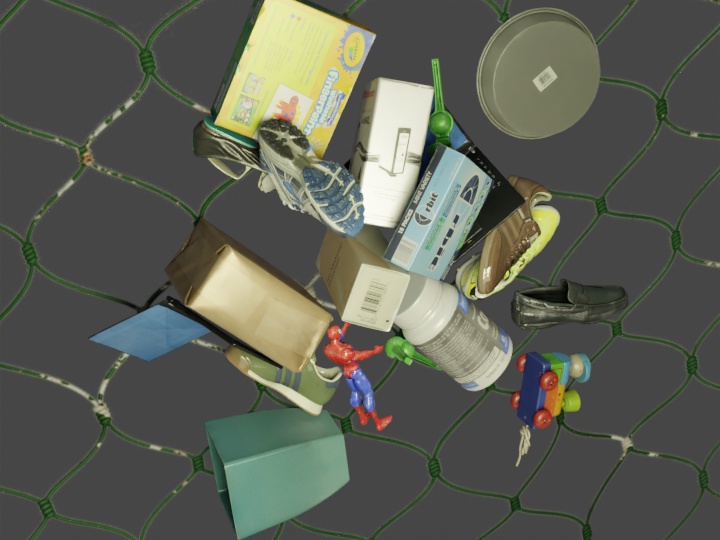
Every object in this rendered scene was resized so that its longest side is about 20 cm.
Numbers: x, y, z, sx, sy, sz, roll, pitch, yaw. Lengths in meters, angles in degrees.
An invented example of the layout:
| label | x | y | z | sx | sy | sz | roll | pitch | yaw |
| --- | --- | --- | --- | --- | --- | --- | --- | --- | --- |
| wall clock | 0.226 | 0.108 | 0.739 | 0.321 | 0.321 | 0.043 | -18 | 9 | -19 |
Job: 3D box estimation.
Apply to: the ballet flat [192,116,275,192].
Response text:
| label | x | y | z | sx | sy | sz | roll | pitch | yaw |
| --- | --- | --- | --- | --- | --- | --- | --- | --- | --- |
| ballet flat | -0.150 | -0.159 | 1.617 | 0.199 | 0.068 | 0.069 | 22 | 116 | -11 |

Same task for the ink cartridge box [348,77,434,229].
| label | x | y | z | sx | sy | sz | roll | pitch | yaw |
| --- | --- | --- | --- | --- | --- | --- | --- | --- | --- |
| ink cartridge box | 0.036 | -0.166 | 1.587 | 0.084 | 0.146 | 0.202 | 9 | 95 | -9 |

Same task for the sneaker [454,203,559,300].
| label | x | y | z | sx | sy | sz | roll | pitch | yaw |
| --- | --- | --- | --- | --- | --- | --- | --- | --- | --- |
| sneaker | 0.242 | -0.021 | 1.765 | 0.200 | 0.076 | 0.075 | -44 | 114 | 5 |

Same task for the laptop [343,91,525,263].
| label | x | y | z | sx | sy | sz | roll | pitch | yaw |
| --- | --- | --- | --- | --- | --- | --- | --- | --- | --- |
| laptop | 0.111 | -0.129 | 1.670 | 0.177 | 0.200 | 0.103 | -40 | 153 | 5 |

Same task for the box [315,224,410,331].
| label | x | y | z | sx | sy | sz | roll | pitch | yaw |
| --- | --- | --- | --- | --- | --- | --- | --- | --- | --- |
| box | 0.000 | 0.000 | 1.642 | 0.077 | 0.200 | 0.096 | 14 | 108 | -19 |

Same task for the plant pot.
| label | x | y | z | sx | sy | sz | roll | pitch | yaw |
| --- | --- | --- | --- | --- | --- | --- | --- | --- | --- |
| plant pot | -0.127 | 0.305 | 1.776 | 0.199 | 0.141 | 0.142 | -13 | 115 | -16 |

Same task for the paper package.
| label | x | y | z | sx | sy | sz | roll | pitch | yaw |
| --- | --- | --- | --- | --- | --- | --- | --- | --- | --- |
| paper package | -0.164 | 0.034 | 1.618 | 0.199 | 0.191 | 0.104 | 34 | 91 | -25 |

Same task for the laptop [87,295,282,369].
| label | x | y | z | sx | sy | sz | roll | pitch | yaw |
| --- | --- | --- | --- | --- | --- | --- | --- | --- | --- |
| laptop | -0.246 | 0.118 | 1.607 | 0.116 | 0.199 | 0.187 | -57 | 158 | -3 |

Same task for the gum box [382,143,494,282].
| label | x | y | z | sx | sy | sz | roll | pitch | yaw |
| --- | --- | --- | --- | --- | --- | --- | --- | --- | --- |
| gum box | 0.113 | -0.074 | 1.565 | 0.044 | 0.200 | 0.171 | 27 | 93 | 18 |

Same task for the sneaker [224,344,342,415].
| label | x | y | z | sx | sy | sz | roll | pitch | yaw |
| --- | --- | --- | --- | --- | --- | --- | --- | --- | --- |
| sneaker | -0.112 | 0.144 | 1.750 | 0.200 | 0.067 | 0.090 | 36 | 99 | -30 |

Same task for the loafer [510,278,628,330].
| label | x | y | z | sx | sy | sz | roll | pitch | yaw |
| --- | --- | --- | --- | --- | --- | --- | --- | --- | --- |
| loafer | 0.343 | 0.048 | 1.824 | 0.199 | 0.068 | 0.071 | -8 | 123 | -8 |

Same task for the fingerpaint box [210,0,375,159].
| label | x | y | z | sx | sy | sz | roll | pitch | yaw |
| --- | --- | --- | --- | --- | --- | --- | --- | --- | --- |
| fingerpaint box | -0.096 | -0.277 | 1.571 | 0.166 | 0.073 | 0.201 | 18 | 109 | -20 |

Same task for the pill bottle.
| label | x | y | z | sx | sy | sz | roll | pitch | yaw |
| --- | --- | --- | --- | --- | --- | --- | --- | --- | --- |
| pill bottle | 0.137 | 0.091 | 1.764 | 0.200 | 0.114 | 0.114 | 40 | 98 | -26 |

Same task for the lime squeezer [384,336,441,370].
| label | x | y | z | sx | sy | sz | roll | pitch | yaw |
| --- | --- | --- | --- | --- | --- | --- | --- | --- | --- |
| lime squeezer | 0.079 | 0.129 | 1.770 | 0.070 | 0.200 | 0.038 | 14 | 87 | 19 |

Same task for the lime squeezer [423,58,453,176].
| label | x | y | z | sx | sy | sz | roll | pitch | yaw |
| --- | --- | --- | --- | --- | --- | --- | --- | --- | --- |
| lime squeezer | 0.109 | -0.206 | 1.628 | 0.038 | 0.201 | 0.071 | -12 | 150 | 34 |

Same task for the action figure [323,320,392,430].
| label | x | y | z | sx | sy | sz | roll | pitch | yaw |
| --- | --- | --- | --- | --- | --- | --- | --- | --- | --- |
| action figure | 0.005 | 0.147 | 1.764 | 0.099 | 0.065 | 0.201 | -49 | 130 | -29 |

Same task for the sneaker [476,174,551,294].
| label | x | y | z | sx | sy | sz | roll | pitch | yaw |
| --- | --- | --- | --- | --- | --- | --- | --- | --- | --- |
| sneaker | 0.233 | -0.052 | 1.700 | 0.075 | 0.071 | 0.201 | 15 | 72 | 12 |

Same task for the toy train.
| label | x | y | z | sx | sy | sz | roll | pitch | yaw |
| --- | --- | --- | --- | --- | --- | --- | --- | --- | --- |
| toy train | 0.321 | 0.232 | 1.897 | 0.115 | 0.085 | 0.202 | -6 | 114 | -27 |

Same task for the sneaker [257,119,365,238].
| label | x | y | z | sx | sy | sz | roll | pitch | yaw |
| --- | --- | --- | --- | --- | --- | --- | --- | --- | --- |
| sneaker | -0.069 | -0.114 | 1.535 | 0.077 | 0.200 | 0.085 | -29 | 160 | -32 |

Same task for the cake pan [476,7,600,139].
| label | x | y | z | sx | sy | sz | roll | pitch | yaw |
| --- | --- | --- | --- | --- | --- | --- | --- | --- | --- |
| cake pan | 0.273 | -0.291 | 1.682 | 0.199 | 0.037 | 0.202 | -5 | 113 | -12 |
